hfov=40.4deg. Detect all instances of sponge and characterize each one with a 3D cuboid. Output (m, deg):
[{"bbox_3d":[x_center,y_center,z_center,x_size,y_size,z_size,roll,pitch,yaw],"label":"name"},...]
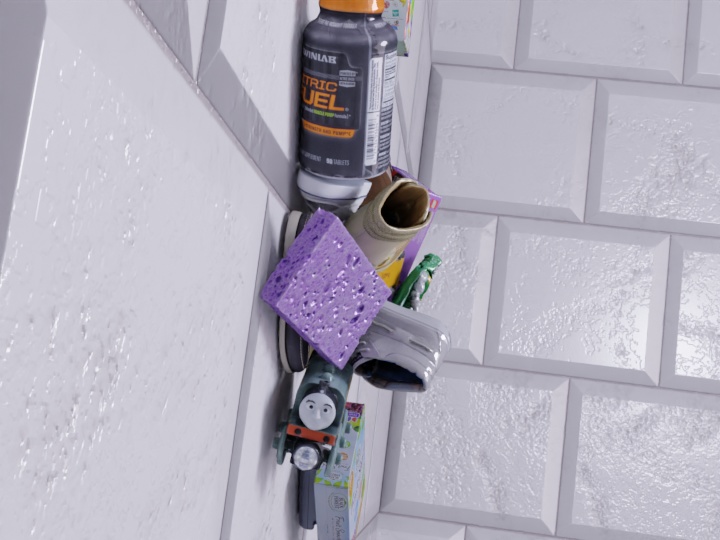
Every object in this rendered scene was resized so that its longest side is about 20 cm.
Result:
[{"bbox_3d":[-0.033,0.025,1.067,0.112,0.030,0.200,-55,151,-10],"label":"sponge"}]

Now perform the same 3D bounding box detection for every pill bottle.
[{"bbox_3d":[-0.014,-0.210,1.074,0.106,0.105,0.202,-69,164,-66],"label":"pill bottle"}]

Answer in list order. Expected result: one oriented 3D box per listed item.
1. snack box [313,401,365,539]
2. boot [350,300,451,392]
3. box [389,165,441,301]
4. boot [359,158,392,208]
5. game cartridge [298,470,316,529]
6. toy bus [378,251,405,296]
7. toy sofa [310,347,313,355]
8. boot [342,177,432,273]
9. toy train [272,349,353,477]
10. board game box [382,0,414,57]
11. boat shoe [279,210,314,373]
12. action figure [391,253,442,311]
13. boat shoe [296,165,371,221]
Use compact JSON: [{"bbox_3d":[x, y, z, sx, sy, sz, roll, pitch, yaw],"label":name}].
[{"bbox_3d":[-0.026,0.303,1.379,0.143,0.052,0.202,-79,171,-47],"label":"snack box"},{"bbox_3d":[0.005,0.082,1.174,0.096,0.198,0.074,-57,156,-46],"label":"boot"},{"bbox_3d":[0.042,-0.047,1.491,0.202,0.039,0.137,-66,-151,13],"label":"box"},{"bbox_3d":[0.014,-0.151,1.401,0.201,0.069,0.148,88,5,-56],"label":"boot"},{"bbox_3d":[-0.058,0.269,1.452,0.200,0.040,0.135,-69,168,-67],"label":"game cartridge"},{"bbox_3d":[0.000,0.000,1.336,0.200,0.077,0.066,-12,116,-72],"label":"toy bus"},{"bbox_3d":[-0.018,0.079,1.350,0.200,0.096,0.084,-30,126,-83],"label":"toy sofa"},{"bbox_3d":[0.037,-0.056,1.179,0.199,0.155,0.073,-24,80,-49],"label":"boot"},{"bbox_3d":[-0.049,0.164,1.162,0.200,0.084,0.115,-63,167,-79],"label":"toy train"},{"bbox_3d":[0.019,-0.378,1.209,0.103,0.103,0.203,-19,116,-84],"label":"board game box"},{"bbox_3d":[-0.056,0.032,1.110,0.073,0.062,0.202,-75,171,-65],"label":"boat shoe"},{"bbox_3d":[0.060,0.063,1.410,0.202,0.054,0.118,-61,180,-7],"label":"action figure"},{"bbox_3d":[-0.032,-0.084,1.175,0.066,0.073,0.200,-69,165,9],"label":"boat shoe"}]
